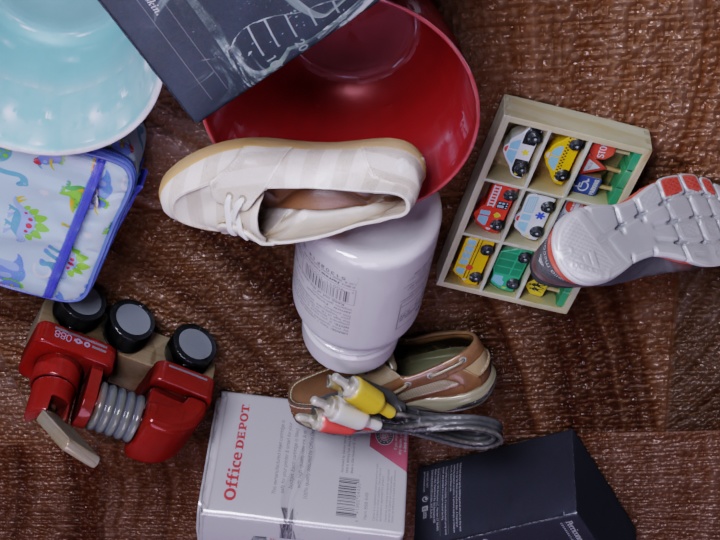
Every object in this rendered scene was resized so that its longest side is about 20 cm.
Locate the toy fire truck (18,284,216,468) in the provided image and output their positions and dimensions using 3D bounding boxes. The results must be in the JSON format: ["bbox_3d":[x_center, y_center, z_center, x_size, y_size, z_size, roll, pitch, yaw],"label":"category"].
[{"bbox_3d":[-0.224,0.122,1.165,0.174,0.202,0.129,23,134,-18],"label":"toy fire truck"}]

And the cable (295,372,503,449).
[{"bbox_3d":[0.033,0.144,1.171,0.198,0.051,0.097,24,135,-22],"label":"cable"}]

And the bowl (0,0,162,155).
[{"bbox_3d":[-0.227,-0.192,0.910,0.197,0.106,0.202,3,137,3],"label":"bowl"}]

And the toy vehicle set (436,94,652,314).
[{"bbox_3d":[0.148,-0.050,1.075,0.122,0.027,0.201,12,136,-7],"label":"toy vehicle set"}]

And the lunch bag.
[{"bbox_3d":[-0.268,-0.067,1.064,0.159,0.083,0.201,19,136,-18],"label":"lunch bag"}]

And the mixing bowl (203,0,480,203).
[{"bbox_3d":[-0.010,-0.148,0.930,0.197,0.109,0.202,4,137,3],"label":"mixing bowl"}]

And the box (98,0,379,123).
[{"bbox_3d":[-0.078,-0.232,0.741,0.195,0.125,0.200,-33,132,5],"label":"box"}]

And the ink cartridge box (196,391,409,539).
[{"bbox_3d":[-0.056,0.210,1.279,0.197,0.147,0.085,8,138,-2],"label":"ink cartridge box"}]

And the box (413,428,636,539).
[{"bbox_3d":[0.179,0.283,1.361,0.180,0.105,0.201,-16,132,23],"label":"box"}]

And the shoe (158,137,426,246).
[{"bbox_3d":[-0.052,-0.055,0.915,0.197,0.054,0.070,-6,136,12],"label":"shoe"}]

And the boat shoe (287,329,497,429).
[{"bbox_3d":[0.027,0.094,1.211,0.197,0.076,0.074,-12,129,6],"label":"boat shoe"}]

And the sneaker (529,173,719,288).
[{"bbox_3d":[0.220,-0.027,1.043,0.197,0.078,0.082,-7,168,-25],"label":"sneaker"}]

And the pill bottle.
[{"bbox_3d":[0.000,0.000,1.072,0.112,0.116,0.201,7,147,-2],"label":"pill bottle"}]
